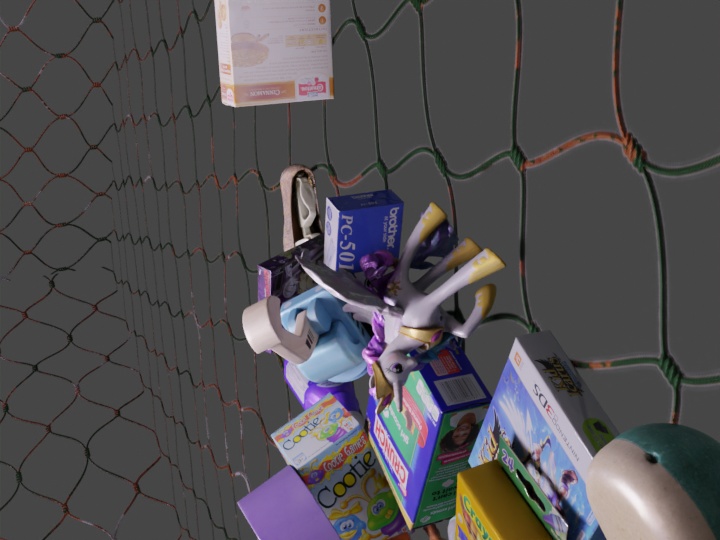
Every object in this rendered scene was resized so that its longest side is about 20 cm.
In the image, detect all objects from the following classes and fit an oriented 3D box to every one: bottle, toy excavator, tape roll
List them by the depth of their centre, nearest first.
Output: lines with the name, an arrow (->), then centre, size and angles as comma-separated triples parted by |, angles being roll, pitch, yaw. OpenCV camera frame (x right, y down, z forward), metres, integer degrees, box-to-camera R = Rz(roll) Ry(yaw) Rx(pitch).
toy excavator -> -0.055, 0.076, 1.105 | 0.196, 0.099, 0.201 | 56, -161, -23
tape roll -> -0.071, 0.357, 1.196 | 0.201, 0.084, 0.201 | 54, 167, 19
bottle -> -0.052, 0.188, 1.428 | 0.200, 0.082, 0.067 | -133, 41, -55

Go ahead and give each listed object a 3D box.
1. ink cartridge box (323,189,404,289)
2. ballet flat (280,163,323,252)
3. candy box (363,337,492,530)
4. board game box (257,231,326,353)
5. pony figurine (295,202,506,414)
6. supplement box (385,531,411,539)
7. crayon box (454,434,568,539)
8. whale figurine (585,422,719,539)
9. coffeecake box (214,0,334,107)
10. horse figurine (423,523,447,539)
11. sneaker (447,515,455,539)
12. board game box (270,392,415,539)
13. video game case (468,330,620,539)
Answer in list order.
ink cartridge box -> 0.000, 0.000, 1.221 | 0.044, 0.092, 0.204 | -132, 39, -52
ballet flat -> -0.085, -0.066, 1.444 | 0.067, 0.067, 0.205 | -14, 87, 60
candy box -> 0.074, 0.175, 1.127 | 0.170, 0.075, 0.203 | -121, 30, -46
board game box -> -0.062, 0.017, 1.258 | 0.032, 0.199, 0.122 | 24, 124, 30
pony figurine -> 0.043, 0.031, 1.003 | 0.193, 0.201, 0.166 | 44, -177, 42
supplement box -> 0.047, 0.417, 1.212 | 0.202, 0.068, 0.067 | 82, 166, -50
crayon box -> 0.142, 0.282, 0.924 | 0.126, 0.051, 0.203 | -126, 29, -50
whale figurine -> 0.250, 0.204, 0.721 | 0.159, 0.103, 0.202 | 42, 160, 56
coffeecake box -> -0.121, -0.339, 1.310 | 0.073, 0.150, 0.205 | -150, 55, -62
horse figurine -> 0.109, 0.390, 1.163 | 0.133, 0.049, 0.203 | 111, 141, -63
sneaker -> 0.108, 0.369, 1.035 | 0.079, 0.137, 0.201 | 102, 149, -41
board game box -> -0.022, 0.290, 1.276 | 0.103, 0.104, 0.202 | 34, 153, 60
video game case -> 0.183, 0.195, 0.915 | 0.203, 0.045, 0.183 | 102, 151, -42
